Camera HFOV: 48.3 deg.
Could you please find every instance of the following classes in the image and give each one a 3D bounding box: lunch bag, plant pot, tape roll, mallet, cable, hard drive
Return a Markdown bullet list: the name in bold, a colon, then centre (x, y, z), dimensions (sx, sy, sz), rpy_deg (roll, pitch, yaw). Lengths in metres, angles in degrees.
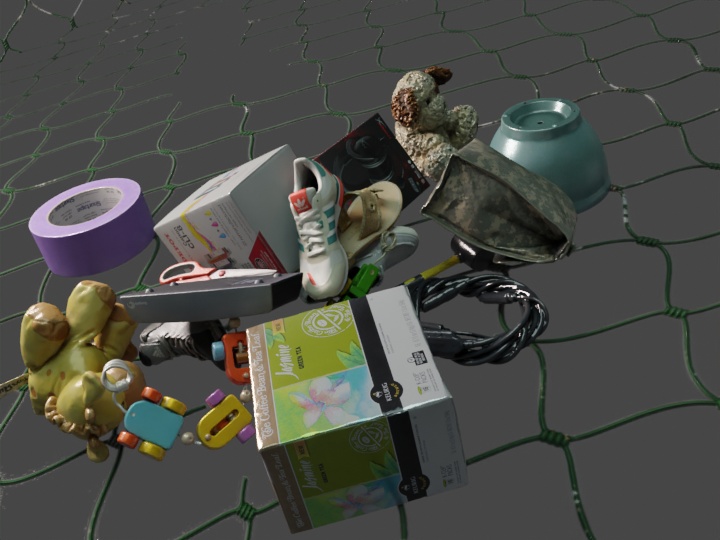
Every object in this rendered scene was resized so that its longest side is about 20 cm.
- **lunch bag**: centre (0.205, -0.083, 1.108), dimensions (0.200, 0.118, 0.164), rpy_deg (31, 23, 7)
- **plant pot**: centre (0.286, -0.187, 1.257), dimensions (0.200, 0.134, 0.200), rpy_deg (-10, 34, 6)
- **tape roll**: centre (-0.472, -0.079, 1.421), dimensions (0.199, 0.085, 0.200), rpy_deg (-9, 33, 6)
- **mallet**: centre (0.098, 0.012, 1.125), dimensions (0.200, 0.041, 0.066), rpy_deg (-33, 40, -19)
- **cable**: centre (0.143, 0.059, 1.031), dimensions (0.199, 0.051, 0.163), rpy_deg (-2, 30, 22)
- **hard drive**: centre (-0.183, 0.034, 1.013), dimensions (0.199, 0.042, 0.135), rpy_deg (-5, 5, 15)

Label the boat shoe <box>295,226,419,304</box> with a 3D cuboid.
- **boat shoe**: centre (-0.001, 0.000, 1.157), dimensions (0.200, 0.070, 0.072), rpy_deg (-20, 52, -10)

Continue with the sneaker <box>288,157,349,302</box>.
- **sneaker**: centre (-0.066, -0.058, 1.061), dimensions (0.070, 0.093, 0.200), rpy_deg (-13, 61, 24)

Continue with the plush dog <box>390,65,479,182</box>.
- **plush dog**: centre (0.107, -0.266, 1.405), dimensions (0.160, 0.172, 0.200), rpy_deg (4, 38, 26)

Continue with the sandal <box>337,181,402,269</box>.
- **sandal**: centre (-0.006, -0.077, 1.131), dimensions (0.077, 0.070, 0.212), rpy_deg (21, 56, 26)

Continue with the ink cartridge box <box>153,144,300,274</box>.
- **ink cartridge box**: centre (-0.169, -0.065, 1.177), dimensions (0.200, 0.145, 0.145), rpy_deg (-16, 25, 45)

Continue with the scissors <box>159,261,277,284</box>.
- **scissors**: centre (-0.203, 0.001, 1.129), dimensions (0.200, 0.014, 0.073), rpy_deg (-16, 44, 20)

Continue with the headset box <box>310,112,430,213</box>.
- **headset box**: centre (-0.007, -0.132, 1.258), dimensions (0.200, 0.149, 0.077), rpy_deg (-42, 9, -38)

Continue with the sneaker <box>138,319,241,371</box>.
- **sneaker**: centre (-0.237, 0.106, 1.079), dimensions (0.115, 0.075, 0.200), rpy_deg (-29, 25, -13)

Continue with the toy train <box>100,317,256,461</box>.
- **toy train**: centre (-0.198, 0.145, 0.955), dimensions (0.199, 0.056, 0.151), rpy_deg (-12, 75, -20)

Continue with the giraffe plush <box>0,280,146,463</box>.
- **giraffe plush**: centre (-0.337, 0.135, 0.991), dimensions (0.200, 0.173, 0.162), rpy_deg (-44, 50, -18)

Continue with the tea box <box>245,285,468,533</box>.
- **tea box**: centre (-0.010, 0.144, 0.871), dimensions (0.196, 0.134, 0.200), rpy_deg (-16, 34, -3)

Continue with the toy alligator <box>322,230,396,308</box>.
- **toy alligator**: centre (-0.007, 0.032, 1.091), dimensions (0.200, 0.059, 0.054), rpy_deg (-60, 10, -27)
